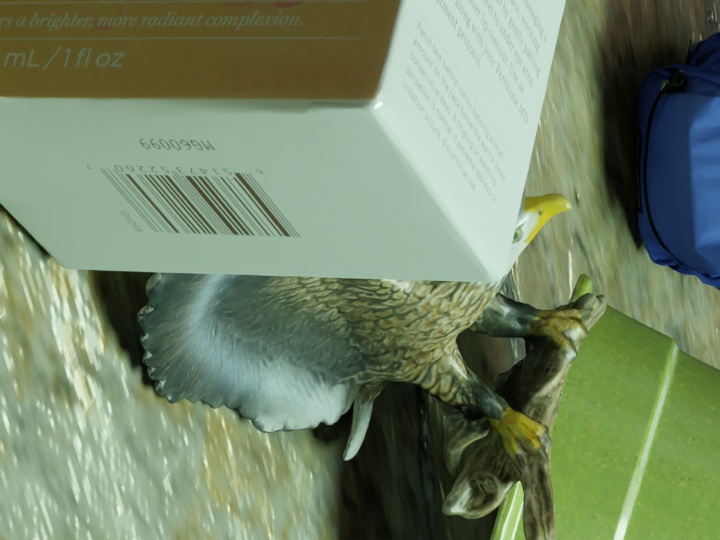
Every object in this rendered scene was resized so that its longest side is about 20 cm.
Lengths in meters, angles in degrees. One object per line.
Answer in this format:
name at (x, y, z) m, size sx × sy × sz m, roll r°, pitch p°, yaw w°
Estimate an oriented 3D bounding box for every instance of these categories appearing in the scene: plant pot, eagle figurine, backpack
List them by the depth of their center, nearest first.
eagle figurine at (0.005, -0.005, 0.896) m, size 0.200 × 0.151 × 0.152 m, roll 36°, pitch 10°, yaw -27°
plant pot at (0.150, 0.125, 1.034) m, size 0.200 × 0.190 × 0.200 m, roll 18°, pitch 90°, yaw -83°
backpack at (0.223, -0.060, 1.294) m, size 0.200 × 0.168 × 0.163 m, roll -138°, pitch -129°, yaw -80°

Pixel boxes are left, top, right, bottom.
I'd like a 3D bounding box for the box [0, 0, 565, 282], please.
box at (-0.023, -0.109, 0.752) m, size 0.106 × 0.152 × 0.200 m, roll 51°, pitch 46°, yaw -54°
